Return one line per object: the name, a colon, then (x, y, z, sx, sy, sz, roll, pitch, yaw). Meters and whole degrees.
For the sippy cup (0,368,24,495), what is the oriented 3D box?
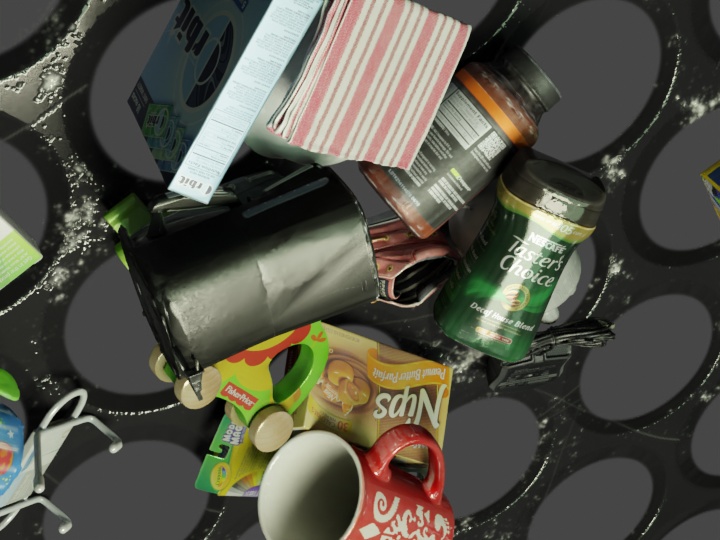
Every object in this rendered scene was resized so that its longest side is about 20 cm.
sippy cup: (-0.398, 0.166, 1.415, 0.130, 0.177, 0.140, 21, 68, -48)

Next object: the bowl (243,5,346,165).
bowl: (-0.013, -0.170, 1.343, 0.201, 0.090, 0.202, -35, 145, -28)

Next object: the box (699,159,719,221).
box: (0.468, -0.053, 1.740, 0.070, 0.064, 0.200, -35, 132, 0)

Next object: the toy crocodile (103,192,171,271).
toy crocodile: (-0.182, 0.002, 1.444, 0.067, 0.062, 0.200, -33, 131, -2)

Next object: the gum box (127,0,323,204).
gum box: (-0.121, -0.184, 1.267, 0.044, 0.170, 0.200, 20, 112, -32)

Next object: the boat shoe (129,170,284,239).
boat shoe: (-0.141, -0.047, 1.406, 0.199, 0.062, 0.073, -20, 144, -31)

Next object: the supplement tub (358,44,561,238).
supplement tub: (0.102, -0.131, 1.466, 0.200, 0.107, 0.107, -40, 132, 4)

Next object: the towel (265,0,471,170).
towel: (0.012, -0.166, 1.272, 0.200, 0.030, 0.147, 7, 113, -55)

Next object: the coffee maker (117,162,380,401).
coffee maker: (-0.086, 0.010, 1.290, 0.199, 0.193, 0.135, -22, 150, -13)

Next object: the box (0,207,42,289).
box: (-0.402, -0.034, 1.323, 0.144, 0.036, 0.200, -37, 130, 2)

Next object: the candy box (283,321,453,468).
candy box: (0.007, 0.138, 1.607, 0.199, 0.055, 0.116, 22, 70, -37)

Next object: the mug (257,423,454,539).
mug: (0.021, 0.251, 1.555, 0.177, 0.134, 0.200, -18, 151, 30)

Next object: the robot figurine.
robot figurine: (0.163, -0.029, 1.567, 0.170, 0.113, 0.200, -58, 138, -25)

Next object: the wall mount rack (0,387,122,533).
wall mount rack: (-0.323, 0.218, 1.476, 0.200, 0.074, 0.174, -56, 166, 18)

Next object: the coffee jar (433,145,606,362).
coffee jar: (0.156, -0.017, 1.448, 0.104, 0.085, 0.201, 21, 112, -10)

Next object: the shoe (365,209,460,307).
shoe: (0.000, 0.000, 1.517, 0.199, 0.091, 0.072, -20, 130, -13)

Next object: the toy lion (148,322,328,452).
toy lion: (-0.097, 0.061, 1.456, 0.192, 0.069, 0.200, -50, 138, 0)

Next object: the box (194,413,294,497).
box: (-0.083, 0.197, 1.647, 0.199, 0.048, 0.118, 8, 119, -34)

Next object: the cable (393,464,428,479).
cable: (-0.004, 0.222, 1.665, 0.199, 0.050, 0.098, -7, 116, -39)

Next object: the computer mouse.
computer mouse: (0.195, 0.089, 1.668, 0.138, 0.053, 0.200, -9, 162, -11)
